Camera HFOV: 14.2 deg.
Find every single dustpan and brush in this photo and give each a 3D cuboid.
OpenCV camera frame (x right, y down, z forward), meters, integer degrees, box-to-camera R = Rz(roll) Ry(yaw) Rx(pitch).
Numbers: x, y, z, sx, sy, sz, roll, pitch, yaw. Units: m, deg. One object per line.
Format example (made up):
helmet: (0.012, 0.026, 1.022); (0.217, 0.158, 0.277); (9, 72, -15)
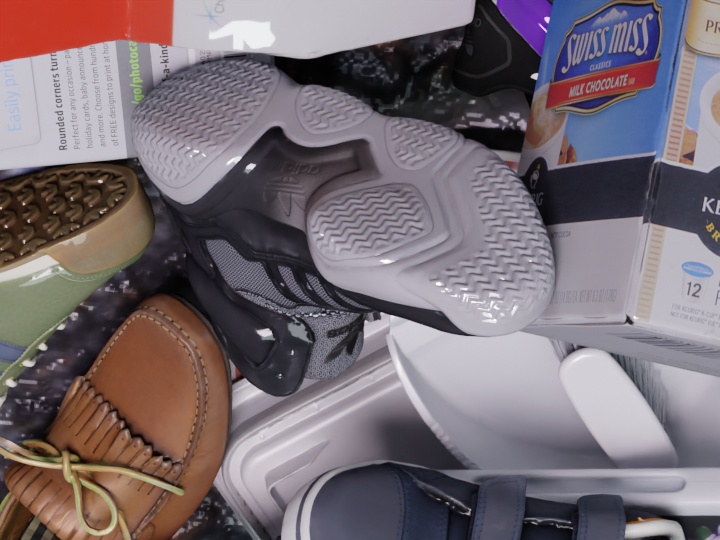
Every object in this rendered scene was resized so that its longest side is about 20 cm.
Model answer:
dustpan and brush: (0.115, 0.072, 1.163); (0.139, 0.057, 0.200); (-27, 127, 12)

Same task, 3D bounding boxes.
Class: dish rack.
dish rack: (0.048, 0.088, 1.226); (0.199, 0.044, 0.172); (-28, 119, 9)

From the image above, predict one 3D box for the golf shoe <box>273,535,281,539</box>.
golf shoe: (-0.042, 0.134, 1.154); (0.199, 0.078, 0.095); (4, 134, -4)

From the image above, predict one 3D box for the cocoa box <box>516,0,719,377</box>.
cocoa box: (0.169, -0.024, 1.051); (0.199, 0.133, 0.132); (13, 85, -18)

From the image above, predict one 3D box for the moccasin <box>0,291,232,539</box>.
moccasin: (-0.116, 0.092, 1.204); (0.074, 0.078, 0.202); (47, 124, 15)

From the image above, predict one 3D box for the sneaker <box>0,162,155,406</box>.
sneaker: (-0.164, 0.027, 1.180); (0.199, 0.067, 0.090); (-19, 122, 11)

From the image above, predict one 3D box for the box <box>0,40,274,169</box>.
box: (-0.135, -0.115, 1.112); (0.199, 0.041, 0.157); (-6, 121, -4)

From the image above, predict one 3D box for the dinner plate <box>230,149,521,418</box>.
dinner plate: (0.041, 0.033, 1.230); (0.199, 0.024, 0.201); (-3, 120, -5)

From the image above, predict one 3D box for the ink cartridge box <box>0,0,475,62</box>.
ink cartridge box: (-0.044, -0.154, 1.043); (0.199, 0.057, 0.163); (-17, 124, -35)

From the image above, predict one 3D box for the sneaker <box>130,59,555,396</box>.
sneaker: (0.000, 0.000, 1.081); (0.075, 0.200, 0.114); (-38, 135, -28)

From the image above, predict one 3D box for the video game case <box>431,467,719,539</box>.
video game case: (0.108, 0.153, 1.195); (0.181, 0.023, 0.201); (-1, 134, 18)

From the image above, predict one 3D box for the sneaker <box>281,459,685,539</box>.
sneaker: (0.071, 0.117, 1.095); (0.199, 0.079, 0.079); (23, 148, -23)

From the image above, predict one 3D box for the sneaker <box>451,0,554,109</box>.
sneaker: (0.118, -0.048, 1.151); (0.200, 0.070, 0.100); (36, 92, -15)
